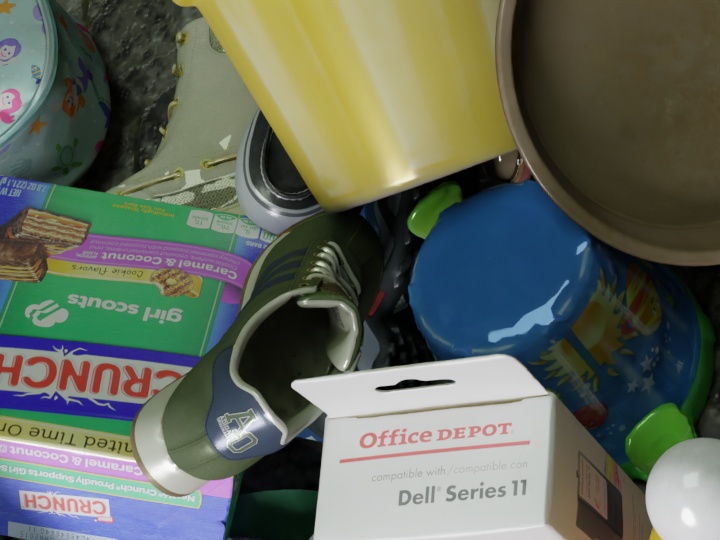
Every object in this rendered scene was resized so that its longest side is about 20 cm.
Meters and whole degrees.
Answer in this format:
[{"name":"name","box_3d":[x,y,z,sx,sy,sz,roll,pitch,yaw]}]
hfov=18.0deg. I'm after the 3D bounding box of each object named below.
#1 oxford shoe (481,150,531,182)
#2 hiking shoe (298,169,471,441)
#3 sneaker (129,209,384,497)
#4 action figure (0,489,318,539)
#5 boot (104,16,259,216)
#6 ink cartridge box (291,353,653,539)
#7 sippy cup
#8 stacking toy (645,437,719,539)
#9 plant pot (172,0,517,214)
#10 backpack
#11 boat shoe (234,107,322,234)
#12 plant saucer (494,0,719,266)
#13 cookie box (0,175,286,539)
[{"name":"oxford shoe","box_3d":[0.046,-0.138,1.248,0.075,0.070,0.200,-11,78,-14]},{"name":"hiking shoe","box_3d":[0.000,0.000,1.226,0.087,0.074,0.200,1,64,29]},{"name":"sneaker","box_3d":[-0.024,0.030,1.094,0.090,0.067,0.200,-25,19,44]},{"name":"action figure","box_3d":[-0.118,0.152,1.177,0.200,0.055,0.118,5,51,6]},{"name":"boot","box_3d":[-0.108,-0.067,1.327,0.200,0.072,0.155,-12,59,15]},{"name":"ink cartridge box","box_3d":[0.056,0.113,1.048,0.117,0.200,0.067,-8,59,25]},{"name":"sippy cup","box_3d":[0.091,0.026,1.125,0.178,0.130,0.140,5,66,31]},{"name":"stacking toy","box_3d":[0.171,0.131,0.972,0.146,0.200,0.146,-12,57,19]},{"name":"plant pot","box_3d":[0.011,-0.137,1.129,0.201,0.201,0.189,-19,94,19]},{"name":"backpack","box_3d":[-0.259,-0.101,1.391,0.200,0.151,0.178,-26,52,8]},{"name":"boat shoe","box_3d":[-0.007,-0.107,1.262,0.070,0.066,0.200,30,55,6]},{"name":"plant saucer","box_3d":[0.154,-0.102,1.079,0.200,0.200,0.029,-55,14,-9]},{"name":"cookie box","box_3d":[-0.133,0.049,1.188,0.171,0.075,0.200,9,41,1]}]
